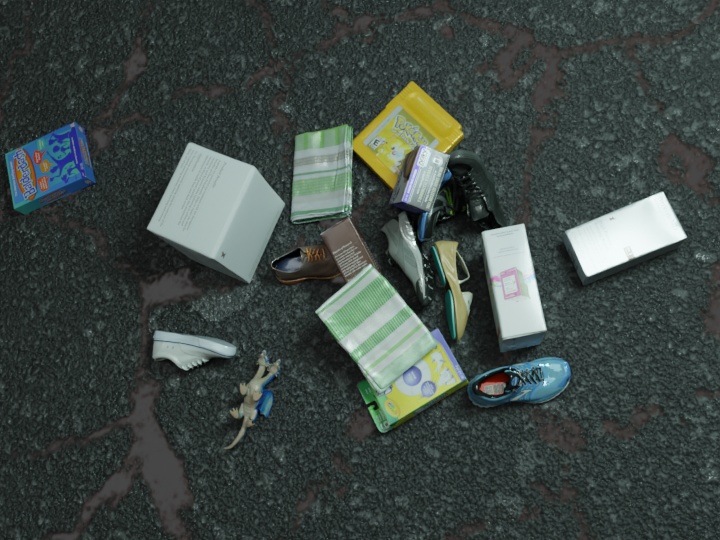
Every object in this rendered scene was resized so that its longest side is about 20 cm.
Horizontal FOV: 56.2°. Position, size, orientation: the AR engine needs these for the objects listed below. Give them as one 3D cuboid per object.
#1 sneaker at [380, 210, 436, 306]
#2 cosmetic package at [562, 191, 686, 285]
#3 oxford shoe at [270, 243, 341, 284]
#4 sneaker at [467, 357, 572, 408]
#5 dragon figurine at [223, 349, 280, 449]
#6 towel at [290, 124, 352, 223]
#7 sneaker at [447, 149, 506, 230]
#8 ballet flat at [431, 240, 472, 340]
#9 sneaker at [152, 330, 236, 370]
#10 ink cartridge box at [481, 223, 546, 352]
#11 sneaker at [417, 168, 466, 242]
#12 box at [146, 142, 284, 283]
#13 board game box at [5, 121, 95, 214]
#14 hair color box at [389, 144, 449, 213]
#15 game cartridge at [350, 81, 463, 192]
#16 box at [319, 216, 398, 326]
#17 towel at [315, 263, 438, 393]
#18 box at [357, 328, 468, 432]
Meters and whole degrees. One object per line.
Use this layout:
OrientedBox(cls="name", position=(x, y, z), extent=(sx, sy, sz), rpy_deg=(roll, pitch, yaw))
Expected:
OrientedBox(cls="sneaker", position=(0.097, -0.017, 1.361), extent=(0.078, 0.074, 0.204), rpy_deg=(-24, 66, 15))
OrientedBox(cls="cosmetic package", position=(0.496, -0.059, 1.277), extent=(0.196, 0.074, 0.104), rpy_deg=(-24, 72, 7))
OrientedBox(cls="oxford shoe", position=(-0.091, -0.020, 1.395), extent=(0.195, 0.073, 0.073), rpy_deg=(-18, 72, 7))
OrientedBox(cls="sneaker", position=(0.294, 0.209, 1.242), extent=(0.195, 0.090, 0.080), rpy_deg=(-17, 72, 8))
OrientedBox(cls="dragon figurine", position=(-0.212, 0.265, 1.356), extent=(0.058, 0.099, 0.205), rpy_deg=(18, 99, 14))
OrientedBox(cls="towel", position=(-0.086, -0.208, 1.452), extent=(0.146, 0.031, 0.205), rpy_deg=(-5, 76, 23))
OrientedBox(cls="sneaker", position=(0.225, -0.146, 1.298), extent=(0.059, 0.199, 0.107), rpy_deg=(-14, 66, 30))
OrientedBox(cls="ballet flat", position=(0.190, 0.034, 1.326), extent=(0.061, 0.069, 0.205), rpy_deg=(-10, 74, -5))
OrientedBox(cls="sneaker", position=(-0.348, 0.173, 1.412), extent=(0.195, 0.073, 0.073), rpy_deg=(6, 86, 23))
OrientedBox(cls="ink cartridge box", position=(0.283, 0.037, 1.260), extent=(0.082, 0.145, 0.205), rpy_deg=(-9, 74, 8))
OrientedBox(cls="sneaker", position=(0.178, -0.138, 1.357), extent=(0.082, 0.071, 0.201), rpy_deg=(34, 68, 5))
OrientedBox(cls="box", position=(-0.291, -0.114, 1.398), extent=(0.168, 0.200, 0.203), rpy_deg=(21, 80, 18))
OrientedBox(cls="board game box", position=(-0.743, -0.244, 1.613), extent=(0.196, 0.045, 0.155), rpy_deg=(-23, 72, 7))
OrientedBox(cls="hair color box", position=(0.109, -0.172, 1.303), extent=(0.063, 0.200, 0.112), rpy_deg=(19, 92, -7))
OrientedBox(cls="game cartridge", position=(0.099, -0.280, 1.443), extent=(0.200, 0.032, 0.176), rpy_deg=(-45, 71, 0))
OrientedBox(cls="box", position=(0.000, 0.000, 1.325), extent=(0.074, 0.100, 0.203), rpy_deg=(-27, 91, 5))
OrientedBox(cls="towel", position=(0.028, 0.109, 1.270), extent=(0.152, 0.023, 0.201), rpy_deg=(-40, 92, 5))
OrientedBox(cls="box", position=(0.095, 0.214, 1.304), extent=(0.198, 0.048, 0.119), rpy_deg=(-33, 65, 4))
